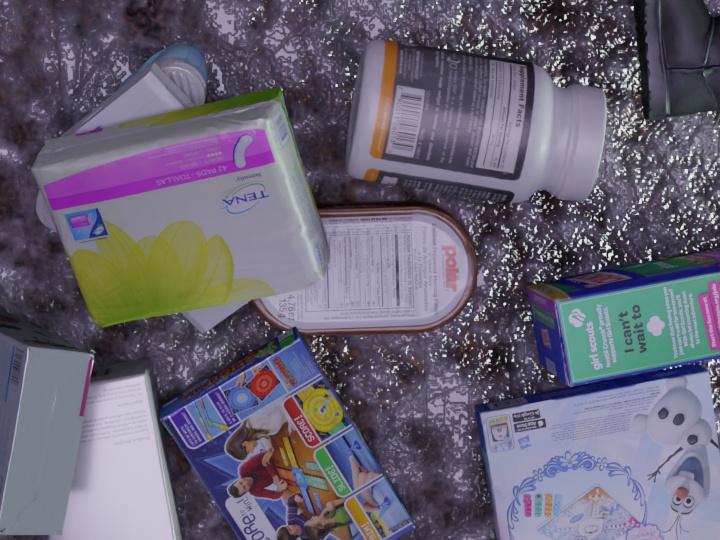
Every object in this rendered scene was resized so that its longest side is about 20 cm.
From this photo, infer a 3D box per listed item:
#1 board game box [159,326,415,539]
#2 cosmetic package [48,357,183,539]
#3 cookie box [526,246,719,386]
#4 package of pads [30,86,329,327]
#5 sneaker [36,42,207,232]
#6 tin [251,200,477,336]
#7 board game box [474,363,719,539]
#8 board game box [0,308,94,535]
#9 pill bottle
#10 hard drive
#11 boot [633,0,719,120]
[{"bbox_3d":[-0.061,0.166,1.561,0.135,0.034,0.200,-30,107,1],"label":"board game box"},{"bbox_3d":[-0.209,0.184,1.548,0.107,0.085,0.201,-8,97,-2],"label":"cosmetic package"},{"bbox_3d":[0.246,0.032,1.512,0.199,0.171,0.076,-12,94,-2],"label":"cookie box"},{"bbox_3d":[-0.135,-0.043,1.445,0.199,0.068,0.155,-12,118,13],"label":"package of pads"},{"bbox_3d":[-0.189,-0.108,1.530,0.074,0.082,0.200,42,115,-17],"label":"sneaker"},{"bbox_3d":[0.000,0.000,1.563,0.199,0.042,0.112,-2,101,-3],"label":"tin"},{"bbox_3d":[0.212,0.196,1.591,0.199,0.043,0.200,-10,97,-2],"label":"board game box"},{"bbox_3d":[-0.297,0.110,1.479,0.064,0.200,0.148,7,98,-40],"label":"board game box"},{"bbox_3d":[0.092,-0.118,1.515,0.199,0.116,0.117,9,96,-5],"label":"pill bottle"},{"bbox_3d":[-0.146,-0.055,1.494,0.132,0.026,0.200,-35,111,22],"label":"hard drive"},{"bbox_3d":[0.330,-0.212,1.539,0.199,0.066,0.166,-5,105,1],"label":"boot"}]
